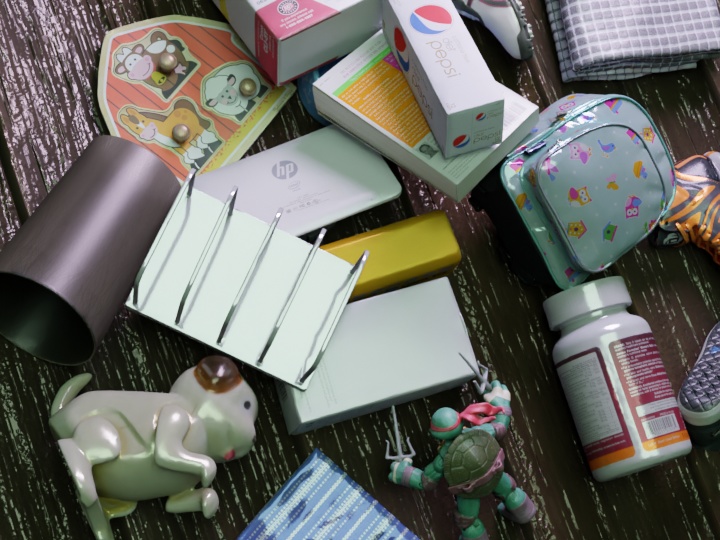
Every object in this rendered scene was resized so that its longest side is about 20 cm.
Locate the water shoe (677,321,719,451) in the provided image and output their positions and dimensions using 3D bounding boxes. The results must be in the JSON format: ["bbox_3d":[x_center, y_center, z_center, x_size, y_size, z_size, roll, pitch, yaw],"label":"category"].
[{"bbox_3d":[0.404,0.116,1.709,0.071,0.079,0.200,17,44,37],"label":"water shoe"}]

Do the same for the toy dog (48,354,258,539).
[{"bbox_3d":[-0.196,0.167,1.560,0.200,0.140,0.194,-21,43,-13],"label":"toy dog"}]

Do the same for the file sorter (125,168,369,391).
[{"bbox_3d":[-0.109,0.006,1.524,0.200,0.125,0.139,25,75,-2],"label":"file sorter"}]

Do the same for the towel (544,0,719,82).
[{"bbox_3d":[0.316,-0.309,1.793,0.200,0.086,0.166,-9,78,-13],"label":"towel"}]

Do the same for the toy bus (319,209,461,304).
[{"bbox_3d":[0.000,0.000,1.654,0.200,0.078,0.065,-18,79,-14],"label":"toy bus"}]

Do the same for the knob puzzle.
[{"bbox_3d":[-0.197,-0.198,1.698,0.219,0.030,0.220,2,75,-9],"label":"knob puzzle"}]

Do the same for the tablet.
[{"bbox_3d":[-0.071,-0.089,1.649,0.200,0.014,0.130,-22,51,-13],"label":"tablet"}]

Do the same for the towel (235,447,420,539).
[{"bbox_3d":[-0.017,0.299,1.599,0.200,0.024,0.145,42,71,3],"label":"towel"}]

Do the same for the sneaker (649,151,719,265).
[{"bbox_3d":[0.387,-0.029,1.742,0.112,0.078,0.200,-21,69,-11],"label":"sneaker"}]

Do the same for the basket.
[{"bbox_3d":[-0.276,-0.026,1.578,0.136,0.180,0.200,34,61,-8],"label":"basket"}]

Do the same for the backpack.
[{"bbox_3d":[0.241,-0.095,1.680,0.200,0.153,0.176,-38,106,-24],"label":"backpack"}]

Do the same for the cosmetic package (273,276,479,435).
[{"bbox_3d":[0.010,0.089,1.632,0.200,0.081,0.113,-13,78,-14],"label":"cosmetic package"}]

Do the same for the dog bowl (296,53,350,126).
[{"bbox_3d":[0.031,-0.220,1.735,0.200,0.050,0.112,-8,77,-11],"label":"dog bowl"}]

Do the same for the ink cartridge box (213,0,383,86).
[{"bbox_3d":[-0.081,-0.319,1.695,0.145,0.083,0.200,-29,64,-17],"label":"ink cartridge box"}]

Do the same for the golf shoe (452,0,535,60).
[{"bbox_3d":[0.127,-0.312,1.777,0.088,0.077,0.200,-32,80,4],"label":"golf shoe"}]

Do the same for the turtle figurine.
[{"bbox_3d":[0.103,0.192,1.580,0.150,0.101,0.200,-27,117,-2],"label":"turtle figurine"}]

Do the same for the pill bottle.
[{"bbox_3d":[0.268,0.114,1.655,0.109,0.110,0.200,-15,78,-14],"label":"pill bottle"}]

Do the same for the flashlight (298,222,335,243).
[{"bbox_3d":[-0.123,-0.019,1.648,0.200,0.068,0.068,-31,52,-21],"label":"flashlight"}]

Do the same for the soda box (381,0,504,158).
[{"bbox_3d":[0.082,-0.213,1.604,0.064,0.068,0.200,-16,54,-11],"label":"soda box"}]

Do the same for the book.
[{"bbox_3d":[0.068,-0.173,1.640,0.200,0.048,0.134,36,66,26],"label":"book"}]
